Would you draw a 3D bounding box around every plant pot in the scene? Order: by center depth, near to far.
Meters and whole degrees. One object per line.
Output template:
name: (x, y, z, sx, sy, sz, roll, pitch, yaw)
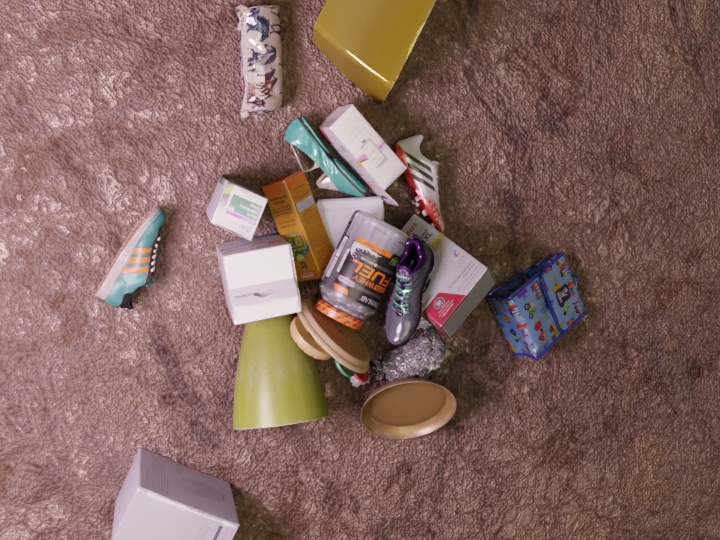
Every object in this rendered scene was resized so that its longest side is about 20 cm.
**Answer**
plant pot: (0.017, -0.450, 1.499, 0.174, 0.200, 0.202, 27, 91, -6)
plant pot: (-0.163, 0.188, 1.560, 0.184, 0.187, 0.204, -6, 85, -13)
plant pot: (0.096, 0.276, 1.655, 0.196, 0.028, 0.202, -5, 137, -5)

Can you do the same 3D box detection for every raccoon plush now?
raccoon plush: (0.085, 0.186, 1.613, 0.198, 0.134, 0.098, -23, 72, -19)

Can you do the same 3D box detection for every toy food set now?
toy food set: (-0.056, 0.130, 1.558, 0.197, 0.201, 0.049, 40, 103, -22)

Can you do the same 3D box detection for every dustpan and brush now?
dustpan and brush: (-0.019, -0.041, 1.621, 0.137, 0.057, 0.204, -3, 93, -4)

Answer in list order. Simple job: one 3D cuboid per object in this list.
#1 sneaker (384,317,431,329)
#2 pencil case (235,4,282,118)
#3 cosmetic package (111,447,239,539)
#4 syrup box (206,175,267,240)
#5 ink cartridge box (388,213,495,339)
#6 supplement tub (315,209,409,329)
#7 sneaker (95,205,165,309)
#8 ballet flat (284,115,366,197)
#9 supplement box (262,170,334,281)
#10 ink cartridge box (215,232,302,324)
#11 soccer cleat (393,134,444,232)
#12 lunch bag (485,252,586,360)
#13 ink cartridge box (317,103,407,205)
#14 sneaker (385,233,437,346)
sneaker: (0.150, 0.099, 1.667, 0.198, 0.076, 0.106, -30, 105, -9)
pencil case: (-0.188, -0.385, 1.505, 0.088, 0.077, 0.204, -7, 101, -34)
cosmetic package: (-0.348, 0.452, 1.524, 0.198, 0.199, 0.124, 28, 91, -16)
syrup box: (-0.225, -0.116, 1.472, 0.078, 0.200, 0.083, 22, 93, -15)
ink cartridge box: (0.138, 0.009, 1.586, 0.146, 0.199, 0.083, -50, 151, -3)
supplement tub: (0.000, 0.000, 1.533, 0.121, 0.122, 0.202, 25, 92, -16)
sneaker: (-0.406, -0.021, 1.512, 0.079, 0.071, 0.202, 32, 94, -21)
ballet flat: (-0.074, -0.203, 1.575, 0.070, 0.067, 0.200, -40, 103, 11)
supplement box: (-0.114, -0.083, 1.566, 0.069, 0.066, 0.203, -39, 112, -48)
ink cartridge box: (-0.188, 0.013, 1.501, 0.126, 0.200, 0.127, -12, 101, -13)
soccer cleat: (0.132, -0.173, 1.628, 0.084, 0.069, 0.202, -31, 101, -8)
lunch bag: (0.388, 0.068, 1.730, 0.199, 0.094, 0.152, -33, 104, -20)
ink cartridge box: (0.014, -0.220, 1.564, 0.067, 0.116, 0.200, -44, 107, -5)
sneaker: (0.078, 0.035, 1.502, 0.087, 0.073, 0.203, 36, 68, -59)
